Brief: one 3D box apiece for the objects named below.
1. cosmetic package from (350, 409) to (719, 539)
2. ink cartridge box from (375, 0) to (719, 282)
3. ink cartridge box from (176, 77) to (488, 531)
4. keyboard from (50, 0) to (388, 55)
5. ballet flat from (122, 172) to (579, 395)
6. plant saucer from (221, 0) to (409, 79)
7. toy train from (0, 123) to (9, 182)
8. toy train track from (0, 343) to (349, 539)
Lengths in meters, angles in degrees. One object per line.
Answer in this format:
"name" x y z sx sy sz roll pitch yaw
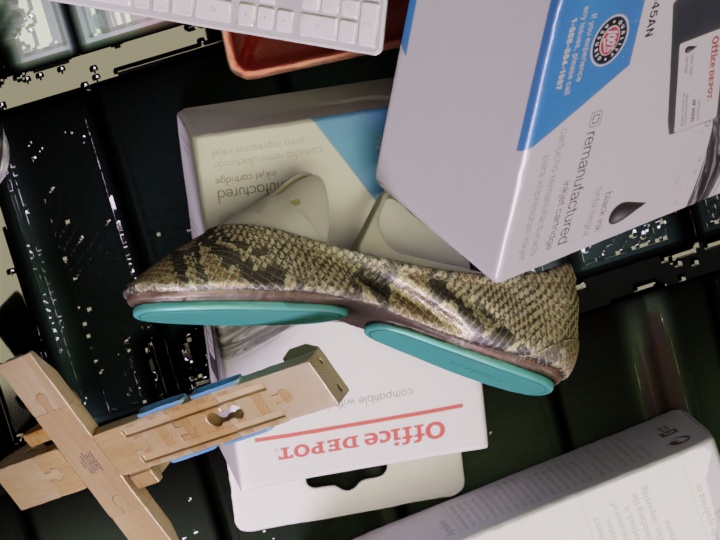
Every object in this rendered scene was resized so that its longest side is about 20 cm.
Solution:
"cosmetic package" 0.078 0.149 1.211 0.199 0.074 0.102 -20 101 -4
"ink cartridge box" 0.116 -0.099 1.090 0.200 0.084 0.145 -21 138 -34
"ink cartridge box" -0.009 0.023 1.169 0.115 0.067 0.201 -10 105 -9
"keyboard" -0.081 -0.132 1.097 0.199 0.011 0.056 11 99 19
"ballet flat" 0.000 0.000 1.104 0.199 0.068 0.076 11 79 -18
"plant saucer" 0.020 -0.200 1.138 0.199 0.037 0.200 -13 105 -7
"toy train" -0.250 -0.036 1.106 0.199 0.085 0.114 7 114 -14
"toy train track" -0.080 0.063 1.133 0.200 0.033 0.115 -20 112 40
